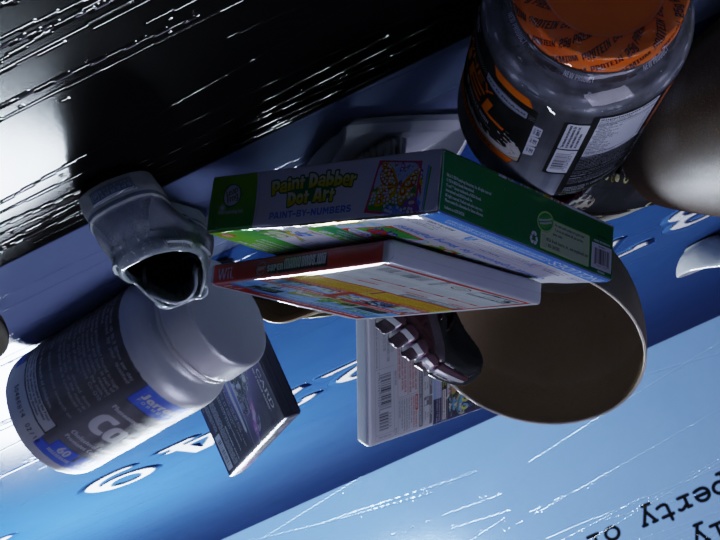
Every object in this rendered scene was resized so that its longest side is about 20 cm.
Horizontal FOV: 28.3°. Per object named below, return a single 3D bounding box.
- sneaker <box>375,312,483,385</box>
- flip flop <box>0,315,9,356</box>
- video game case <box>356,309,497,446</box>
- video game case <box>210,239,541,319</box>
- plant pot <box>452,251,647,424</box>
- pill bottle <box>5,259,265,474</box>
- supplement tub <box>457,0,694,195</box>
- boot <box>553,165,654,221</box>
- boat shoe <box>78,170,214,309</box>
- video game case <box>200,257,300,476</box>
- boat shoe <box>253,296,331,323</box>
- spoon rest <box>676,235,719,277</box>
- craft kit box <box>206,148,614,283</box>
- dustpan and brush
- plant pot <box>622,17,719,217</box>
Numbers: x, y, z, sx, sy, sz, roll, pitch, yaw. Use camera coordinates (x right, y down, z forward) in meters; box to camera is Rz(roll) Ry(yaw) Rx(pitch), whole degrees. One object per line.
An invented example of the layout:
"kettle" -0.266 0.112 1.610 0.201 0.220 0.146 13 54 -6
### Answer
"sneaker" 0.059 0.005 1.181 0.115 0.200 0.076 -40 -156 20
"flip flop" -0.302 0.050 0.970 0.081 0.058 0.200 -24 166 4
"video game case" 0.074 0.055 1.389 0.182 0.201 0.023 -14 -156 -32
"video game case" 0.008 0.010 1.010 0.143 0.018 0.200 15 166 -38
"plant pot" 0.171 0.026 1.337 0.200 0.200 0.135 -34 -155 37
"pill bottle" -0.180 0.076 1.153 0.200 0.114 0.114 -31 165 27
"supplement tub" 0.126 -0.130 0.850 0.122 0.123 0.200 -21 166 -7
"boot" 0.248 -0.096 1.273 0.203 0.074 0.154 -25 168 31
"boat shoe" -0.139 -0.008 0.987 0.070 0.072 0.201 -24 167 2
"video game case" -0.113 0.090 1.250 0.019 0.143 0.200 -19 166 -26
"boat shoe" 0.000 0.000 1.270 0.199 0.074 0.063 -12 172 0
"spoon rest" 0.506 -0.027 2.004 0.099 0.061 0.200 -20 165 -14
"craft kit box" 0.036 -0.027 0.962 0.197 0.049 0.200 -7 163 39
"dustpan and brush" -0.011 -0.043 1.087 0.139 0.057 0.200 -9 160 -45
"plant pot" 0.303 -0.116 1.134 0.186 0.188 0.200 -16 178 -29
